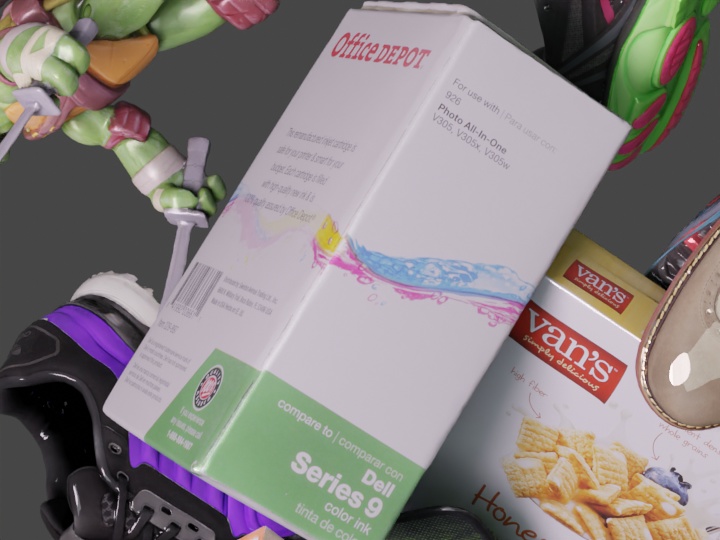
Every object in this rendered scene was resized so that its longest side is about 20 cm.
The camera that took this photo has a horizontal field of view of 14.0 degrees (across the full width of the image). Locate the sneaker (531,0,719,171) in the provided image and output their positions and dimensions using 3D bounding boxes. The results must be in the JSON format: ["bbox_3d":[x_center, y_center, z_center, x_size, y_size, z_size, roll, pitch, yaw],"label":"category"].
[{"bbox_3d":[0.104,-0.128,1.145,0.084,0.077,0.200,34,129,18],"label":"sneaker"}]

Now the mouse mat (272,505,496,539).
[{"bbox_3d":[-0.008,0.163,1.218,0.200,0.008,0.161,-15,130,26],"label":"mouse mat"}]

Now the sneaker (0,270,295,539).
[{"bbox_3d":[-0.082,0.102,1.231,0.200,0.099,0.070,49,133,6],"label":"sneaker"}]

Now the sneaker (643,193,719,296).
[{"bbox_3d":[0.183,-0.033,1.150,0.200,0.096,0.079,-38,100,30],"label":"sneaker"}]

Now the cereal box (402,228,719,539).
[{"bbox_3d":[0.097,0.093,1.181,0.144,0.040,0.200,34,134,8],"label":"cereal box"}]

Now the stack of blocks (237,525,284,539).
[{"bbox_3d":[-0.071,0.192,1.216,0.115,0.059,0.200,39,132,-25],"label":"stack of blocks"}]

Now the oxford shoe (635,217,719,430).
[{"bbox_3d":[0.179,-0.010,1.054,0.200,0.075,0.070,-42,96,12],"label":"oxford shoe"}]

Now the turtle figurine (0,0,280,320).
[{"bbox_3d":[-0.081,-0.070,1.192,0.194,0.200,0.144,-42,121,12],"label":"turtle figurine"}]

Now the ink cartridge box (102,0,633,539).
[{"bbox_3d":[0.000,0.000,1.143,0.087,0.145,0.200,31,86,-19],"label":"ink cartridge box"}]
